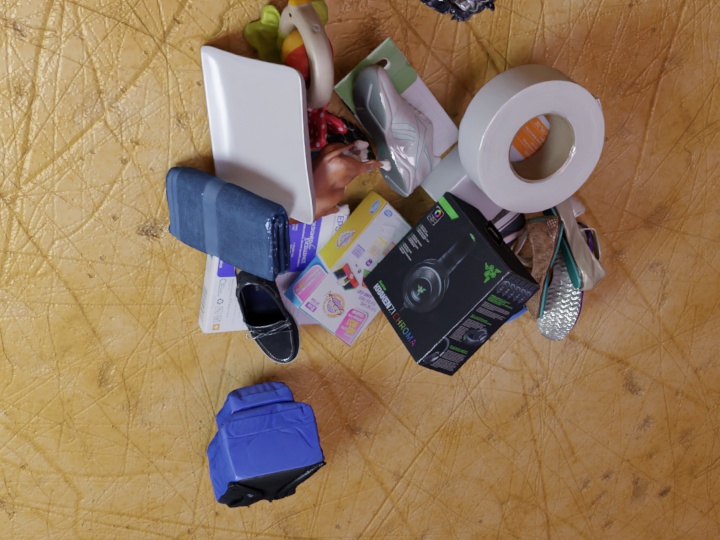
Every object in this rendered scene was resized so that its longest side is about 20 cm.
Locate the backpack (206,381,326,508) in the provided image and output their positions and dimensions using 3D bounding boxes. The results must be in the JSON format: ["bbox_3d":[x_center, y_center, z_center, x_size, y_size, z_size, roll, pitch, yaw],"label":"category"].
[{"bbox_3d":[-0.152,0.274,1.625,0.162,0.168,0.200,-4,154,-18],"label":"backpack"}]

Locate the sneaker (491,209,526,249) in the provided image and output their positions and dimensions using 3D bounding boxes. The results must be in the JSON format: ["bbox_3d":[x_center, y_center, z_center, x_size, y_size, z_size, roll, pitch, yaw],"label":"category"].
[{"bbox_3d":[0.176,-0.030,1.632,0.200,0.078,0.080,-32,122,-5],"label":"sneaker"}]

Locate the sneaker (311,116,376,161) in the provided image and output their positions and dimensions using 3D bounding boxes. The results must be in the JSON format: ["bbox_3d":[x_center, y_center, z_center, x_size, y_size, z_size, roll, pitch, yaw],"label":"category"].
[{"bbox_3d":[-0.068,-0.162,1.451,0.199,0.079,0.089,7,137,-31],"label":"sneaker"}]

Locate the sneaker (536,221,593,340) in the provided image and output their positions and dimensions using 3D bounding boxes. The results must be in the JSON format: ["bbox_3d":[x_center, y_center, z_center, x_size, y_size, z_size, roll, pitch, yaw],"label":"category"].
[{"bbox_3d":[0.348,0.016,1.727,0.099,0.069,0.201,-14,117,-61],"label":"sneaker"}]

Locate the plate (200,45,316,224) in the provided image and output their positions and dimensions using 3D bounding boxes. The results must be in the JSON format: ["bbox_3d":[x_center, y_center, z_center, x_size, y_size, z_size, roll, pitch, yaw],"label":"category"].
[{"bbox_3d":[-0.123,-0.177,1.330,0.032,0.199,0.201,-26,124,-36],"label":"plate"}]

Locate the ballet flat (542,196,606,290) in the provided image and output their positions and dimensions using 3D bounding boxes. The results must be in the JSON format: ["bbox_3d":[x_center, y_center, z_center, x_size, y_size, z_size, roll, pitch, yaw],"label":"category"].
[{"bbox_3d":[0.329,-0.068,1.638,0.069,0.069,0.201,-22,90,-10],"label":"ballet flat"}]

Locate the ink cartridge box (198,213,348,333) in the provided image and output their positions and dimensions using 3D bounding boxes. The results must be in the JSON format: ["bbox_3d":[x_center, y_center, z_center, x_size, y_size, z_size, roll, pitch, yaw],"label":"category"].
[{"bbox_3d":[-0.128,-0.004,1.531,0.199,0.043,0.199,-3,122,-25],"label":"ink cartridge box"}]

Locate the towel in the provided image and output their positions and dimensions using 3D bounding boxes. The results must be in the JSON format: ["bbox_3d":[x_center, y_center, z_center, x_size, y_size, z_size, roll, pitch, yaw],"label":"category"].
[{"bbox_3d":[-0.175,-0.066,1.383,0.048,0.199,0.112,-31,133,-43],"label":"towel"}]

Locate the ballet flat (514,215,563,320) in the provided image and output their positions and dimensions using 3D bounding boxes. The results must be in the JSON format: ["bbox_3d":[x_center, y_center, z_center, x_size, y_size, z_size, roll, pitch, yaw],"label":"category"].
[{"bbox_3d":[0.269,-0.007,1.636,0.065,0.071,0.201,10,129,8],"label":"ballet flat"}]

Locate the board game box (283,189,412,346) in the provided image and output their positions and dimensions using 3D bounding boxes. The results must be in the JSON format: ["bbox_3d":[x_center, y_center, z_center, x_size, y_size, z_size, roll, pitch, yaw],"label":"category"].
[{"bbox_3d":[0.000,0.000,1.556,0.200,0.040,0.153,-49,139,-1],"label":"board game box"}]

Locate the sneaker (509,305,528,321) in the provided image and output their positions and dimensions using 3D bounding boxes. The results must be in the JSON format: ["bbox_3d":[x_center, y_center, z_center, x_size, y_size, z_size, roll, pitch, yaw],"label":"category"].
[{"bbox_3d":[0.199,0.046,1.697,0.199,0.070,0.078,-25,132,-8],"label":"sneaker"}]

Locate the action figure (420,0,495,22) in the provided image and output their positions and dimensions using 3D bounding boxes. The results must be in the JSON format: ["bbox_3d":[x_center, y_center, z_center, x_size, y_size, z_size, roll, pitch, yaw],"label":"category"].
[{"bbox_3d":[0.139,-0.382,1.369,0.119,0.200,0.102,-27,93,24],"label":"action figure"}]

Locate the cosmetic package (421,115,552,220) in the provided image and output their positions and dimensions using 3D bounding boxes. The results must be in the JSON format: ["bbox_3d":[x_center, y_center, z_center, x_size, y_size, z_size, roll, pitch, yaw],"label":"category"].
[{"bbox_3d":[0.198,-0.160,1.565,0.200,0.071,0.101,-45,128,8],"label":"cosmetic package"}]

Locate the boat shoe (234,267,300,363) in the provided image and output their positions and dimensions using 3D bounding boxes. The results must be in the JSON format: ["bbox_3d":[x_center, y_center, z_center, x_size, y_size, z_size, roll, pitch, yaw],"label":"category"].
[{"bbox_3d":[-0.135,0.067,1.496,0.074,0.062,0.201,-9,130,7],"label":"boat shoe"}]

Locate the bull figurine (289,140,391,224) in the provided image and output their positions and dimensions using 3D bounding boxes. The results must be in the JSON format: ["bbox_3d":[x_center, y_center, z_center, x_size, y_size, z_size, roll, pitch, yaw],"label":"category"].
[{"bbox_3d":[-0.052,-0.108,1.395,0.121,0.065,0.200,-16,166,-39],"label":"bull figurine"}]

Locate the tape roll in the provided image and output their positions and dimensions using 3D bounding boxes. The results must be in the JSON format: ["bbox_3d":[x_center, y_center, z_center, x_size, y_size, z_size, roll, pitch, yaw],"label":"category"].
[{"bbox_3d":[0.241,-0.185,1.479,0.202,0.071,0.203,-10,122,-17],"label":"tape roll"}]

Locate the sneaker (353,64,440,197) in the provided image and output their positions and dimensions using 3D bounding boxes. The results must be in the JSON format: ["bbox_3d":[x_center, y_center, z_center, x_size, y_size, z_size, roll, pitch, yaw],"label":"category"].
[{"bbox_3d":[0.050,-0.198,1.409,0.080,0.070,0.201,-37,132,-17],"label":"sneaker"}]

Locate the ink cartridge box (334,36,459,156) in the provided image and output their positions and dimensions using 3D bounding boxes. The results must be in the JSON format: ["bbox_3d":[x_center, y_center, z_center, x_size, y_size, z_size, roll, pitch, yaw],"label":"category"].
[{"bbox_3d":[0.045,-0.229,1.458,0.104,0.059,0.200,-40,127,4],"label":"ink cartridge box"}]

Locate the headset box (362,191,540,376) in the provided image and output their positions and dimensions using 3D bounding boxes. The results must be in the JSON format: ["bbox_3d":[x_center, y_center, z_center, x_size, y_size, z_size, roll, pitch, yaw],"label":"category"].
[{"bbox_3d":[0.131,0.015,1.490,0.200,0.174,0.093,-46,142,18],"label":"headset box"}]

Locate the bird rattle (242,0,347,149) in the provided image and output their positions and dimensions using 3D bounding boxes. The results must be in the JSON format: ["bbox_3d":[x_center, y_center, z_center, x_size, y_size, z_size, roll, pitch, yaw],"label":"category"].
[{"bbox_3d":[-0.075,-0.252,1.308,0.112,0.201,0.163,-8,164,-14],"label":"bird rattle"}]
